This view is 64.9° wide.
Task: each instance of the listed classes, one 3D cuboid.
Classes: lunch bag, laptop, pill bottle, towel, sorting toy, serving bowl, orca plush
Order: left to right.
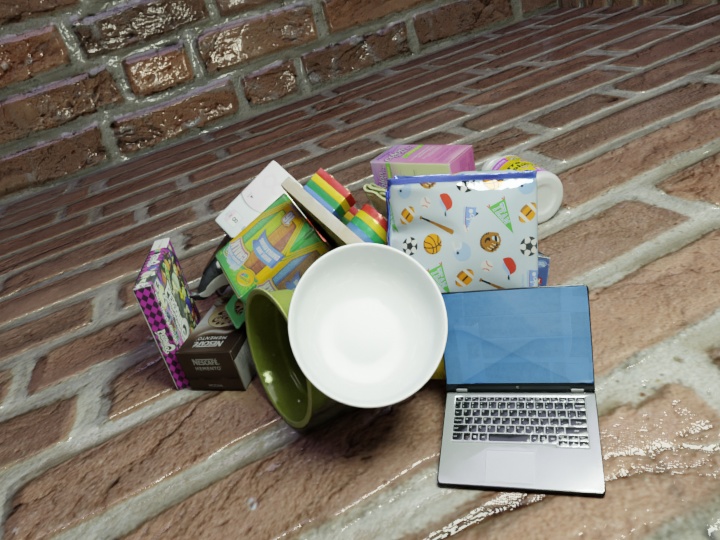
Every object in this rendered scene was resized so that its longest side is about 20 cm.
[{"bbox_3d":[-0.224,-0.021,1.019,0.199,0.104,0.072,-41,51,24],"label":"orca plush"},{"bbox_3d":[-0.007,-0.060,0.890,0.070,0.200,0.198,-46,66,-5],"label":"sorting toy"},{"bbox_3d":[0.007,0.071,0.710,0.194,0.066,0.205,1,71,-4],"label":"serving bowl"},{"bbox_3d":[0.095,-0.086,1.058,0.037,0.200,0.147,-53,45,-5],"label":"towel"},{"bbox_3d":[0.133,-0.047,0.763,0.194,0.175,0.124,-3,8,10],"label":"lunch bag"},{"bbox_3d":[0.146,0.095,0.791,0.195,0.115,0.113,-3,31,24],"label":"pill bottle"},{"bbox_3d":[0.179,0.135,0.665,0.183,0.117,0.203,-5,42,21],"label":"laptop"},{"bbox_3d":[0.329,-0.179,1.188,0.102,0.106,0.201,-20,28,-8],"label":"pill bottle"}]

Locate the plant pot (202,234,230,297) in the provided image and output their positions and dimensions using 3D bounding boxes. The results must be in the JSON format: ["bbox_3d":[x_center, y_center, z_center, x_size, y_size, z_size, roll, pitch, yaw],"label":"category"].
[{"bbox_3d":[-0.214,-0.024,1.148,0.199,0.189,0.185,-42,36,-20],"label":"plant pot"}]

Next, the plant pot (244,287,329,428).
[{"bbox_3d":[-0.045,0.097,0.839,0.187,0.205,0.199,-19,26,-30],"label":"plant pot"}]

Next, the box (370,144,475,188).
[{"bbox_3d":[0.139,-0.158,1.174,0.197,0.179,0.096,10,37,40],"label":"box"}]

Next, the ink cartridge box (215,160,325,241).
[{"bbox_3d":[-0.148,-0.081,1.058,0.199,0.057,0.163,41,80,16],"label":"ink cartridge box"}]

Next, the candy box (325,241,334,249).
[{"bbox_3d":[0.000,0.000,1.014,0.195,0.056,0.117,-9,55,-11],"label":"candy box"}]

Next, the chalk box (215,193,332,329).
[{"bbox_3d":[-0.144,0.004,0.915,0.199,0.124,0.125,-42,48,-3],"label":"chalk box"}]

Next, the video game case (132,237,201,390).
[{"bbox_3d":[-0.328,0.072,0.990,0.035,0.204,0.182,-14,27,-2],"label":"video game case"}]

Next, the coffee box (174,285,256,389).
[{"bbox_3d":[-0.217,0.110,0.989,0.110,0.081,0.201,-4,31,19],"label":"coffee box"}]

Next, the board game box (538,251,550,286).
[{"bbox_3d":[0.201,-0.015,0.914,0.195,0.063,0.199,8,9,18],"label":"board game box"}]
